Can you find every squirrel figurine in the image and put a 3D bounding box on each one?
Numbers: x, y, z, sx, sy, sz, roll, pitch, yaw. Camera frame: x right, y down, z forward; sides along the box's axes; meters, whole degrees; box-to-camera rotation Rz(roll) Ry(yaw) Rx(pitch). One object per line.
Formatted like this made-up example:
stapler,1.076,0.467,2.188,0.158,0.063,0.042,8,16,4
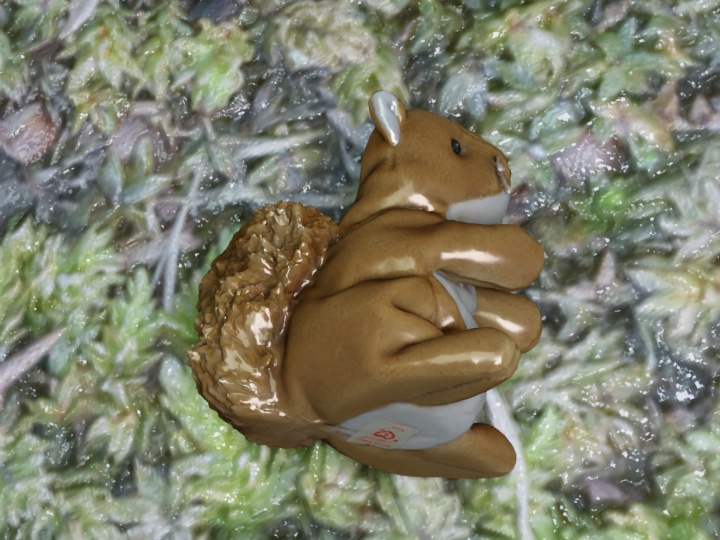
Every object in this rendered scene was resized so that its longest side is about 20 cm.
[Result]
squirrel figurine,0.000,0.000,0.849,0.197,0.142,0.189,-3,61,11
